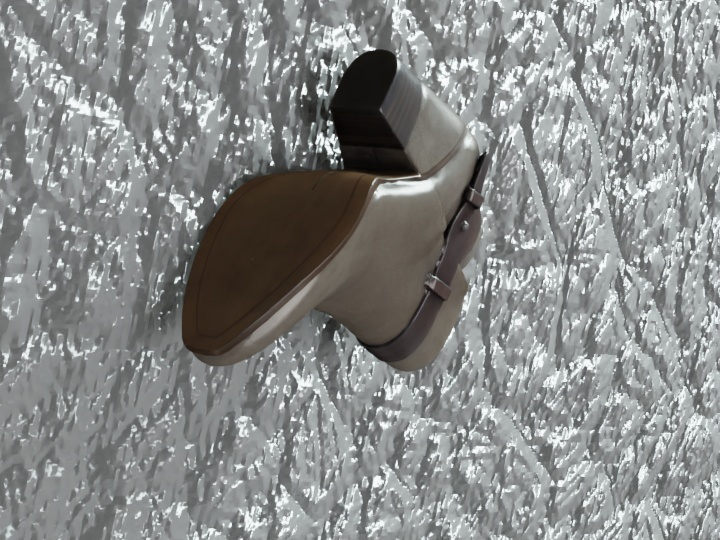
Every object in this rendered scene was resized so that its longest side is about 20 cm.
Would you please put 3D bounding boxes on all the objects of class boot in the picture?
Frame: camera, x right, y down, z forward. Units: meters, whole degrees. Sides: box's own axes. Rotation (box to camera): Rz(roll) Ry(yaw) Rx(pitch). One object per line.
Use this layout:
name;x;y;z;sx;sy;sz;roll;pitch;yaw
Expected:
boot;0.000;0.000;1.026;0.200;0.070;0.146;-56;144;-25
